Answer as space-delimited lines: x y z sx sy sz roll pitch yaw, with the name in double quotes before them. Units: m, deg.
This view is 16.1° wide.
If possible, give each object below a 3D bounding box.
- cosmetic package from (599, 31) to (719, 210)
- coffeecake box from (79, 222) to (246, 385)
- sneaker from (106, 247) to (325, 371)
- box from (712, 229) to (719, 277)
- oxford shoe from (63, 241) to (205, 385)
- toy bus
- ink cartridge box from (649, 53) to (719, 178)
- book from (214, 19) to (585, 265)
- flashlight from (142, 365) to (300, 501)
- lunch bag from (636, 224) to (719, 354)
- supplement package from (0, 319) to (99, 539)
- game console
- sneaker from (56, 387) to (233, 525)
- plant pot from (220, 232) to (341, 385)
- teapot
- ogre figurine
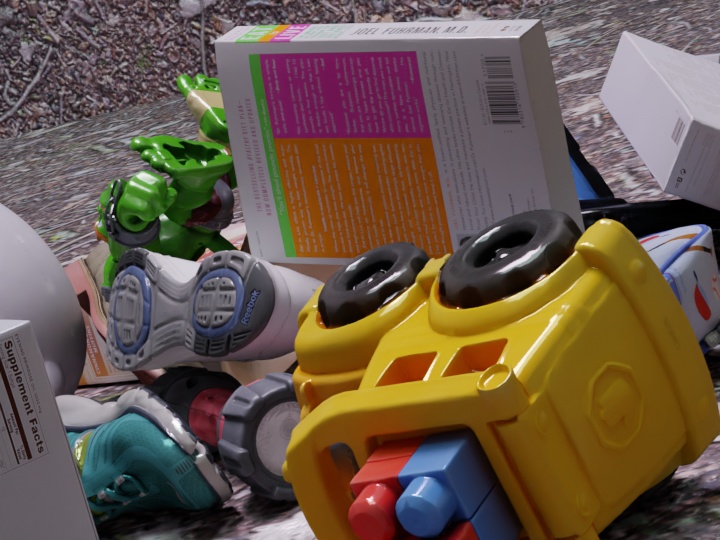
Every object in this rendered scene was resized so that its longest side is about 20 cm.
"cosmetic package" 0.203 -0.084 1.512 0.082 0.051 0.200 16 17 -10
"coffeecake box" -0.108 0.019 1.824 0.199 0.073 0.153 -8 14 43
"sneaker" -0.084 0.029 1.488 0.087 0.075 0.200 11 -4 -35
"box" 0.219 -0.003 1.529 0.109 0.035 0.200 -12 11 21
"oxford shoe" -0.134 0.027 1.665 0.074 0.071 0.200 -41 39 -2
"toy bus" 0.035 0.083 1.156 0.199 0.136 0.192 -11 27 41
"ink cartridge box" 0.301 -0.097 1.647 0.144 0.084 0.200 2 0 -28
"book" 0.019 -0.070 1.398 0.199 0.134 0.048 4 28 34
"flashlight" -0.073 0.085 1.436 0.068 0.068 0.200 -28 14 -20
"lunch bag" 0.104 0.035 1.387 0.199 0.076 0.160 -11 12 31
"supplement package" -0.271 0.126 1.294 0.199 0.148 0.191 -23 12 -33
"game console" 0.118 -0.072 1.508 0.175 0.117 0.199 -7 0 39
"sneaker" -0.139 0.118 1.407 0.080 0.078 0.200 -45 19 -29
"plant pot" 0.000 0.000 1.573 0.092 0.202 0.201 22 -5 -22
"teapot" -0.289 0.048 1.659 0.200 0.198 0.146 -22 14 46
"ogre figurine" -0.114 -0.043 1.620 0.098 0.120 0.200 18 30 -8
